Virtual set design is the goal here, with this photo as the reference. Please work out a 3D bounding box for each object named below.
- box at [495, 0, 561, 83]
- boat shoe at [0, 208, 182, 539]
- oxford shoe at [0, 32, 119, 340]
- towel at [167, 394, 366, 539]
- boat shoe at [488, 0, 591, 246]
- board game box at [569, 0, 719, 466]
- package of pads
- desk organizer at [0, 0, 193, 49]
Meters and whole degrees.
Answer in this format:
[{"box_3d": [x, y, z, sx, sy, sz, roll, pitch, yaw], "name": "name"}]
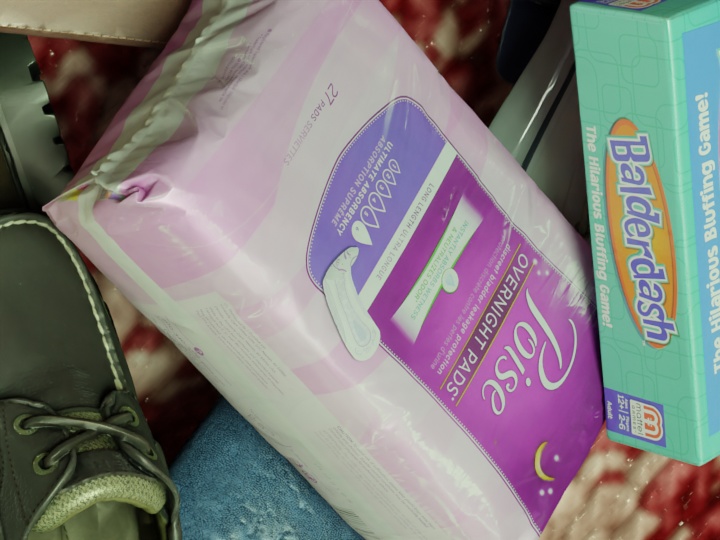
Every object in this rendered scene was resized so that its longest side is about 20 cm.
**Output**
[{"box_3d": [0.127, -0.157, 0.924, 0.120, 0.032, 0.202, 7, 105, -21], "name": "box"}, {"box_3d": [-0.087, 0.073, 0.792, 0.073, 0.065, 0.202, -10, 82, -30], "name": "boat shoe"}, {"box_3d": [-0.128, 0.019, 0.870, 0.084, 0.073, 0.202, -19, 99, -10], "name": "oxford shoe"}, {"box_3d": [0.002, 0.066, 0.890, 0.112, 0.048, 0.200, 43, 62, -14], "name": "towel"}, {"box_3d": [0.108, -0.085, 0.874, 0.073, 0.067, 0.201, -12, 132, -61], "name": "boat shoe"}, {"box_3d": [0.158, -0.042, 0.852, 0.199, 0.045, 0.153, -25, 117, -37], "name": "board game box"}, {"box_3d": [0.000, 0.000, 0.812, 0.200, 0.075, 0.121, 47, 60, -27], "name": "package of pads"}, {"box_3d": [-0.123, -0.124, 0.825, 0.198, 0.072, 0.078, 4, 107, -20], "name": "desk organizer"}]
